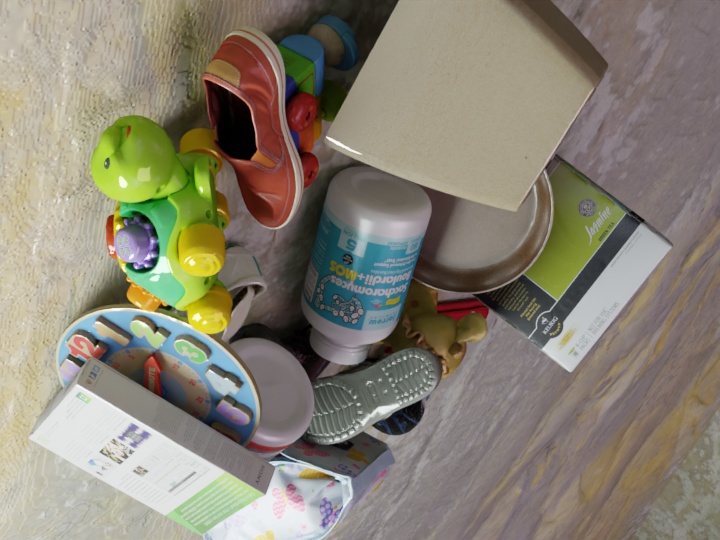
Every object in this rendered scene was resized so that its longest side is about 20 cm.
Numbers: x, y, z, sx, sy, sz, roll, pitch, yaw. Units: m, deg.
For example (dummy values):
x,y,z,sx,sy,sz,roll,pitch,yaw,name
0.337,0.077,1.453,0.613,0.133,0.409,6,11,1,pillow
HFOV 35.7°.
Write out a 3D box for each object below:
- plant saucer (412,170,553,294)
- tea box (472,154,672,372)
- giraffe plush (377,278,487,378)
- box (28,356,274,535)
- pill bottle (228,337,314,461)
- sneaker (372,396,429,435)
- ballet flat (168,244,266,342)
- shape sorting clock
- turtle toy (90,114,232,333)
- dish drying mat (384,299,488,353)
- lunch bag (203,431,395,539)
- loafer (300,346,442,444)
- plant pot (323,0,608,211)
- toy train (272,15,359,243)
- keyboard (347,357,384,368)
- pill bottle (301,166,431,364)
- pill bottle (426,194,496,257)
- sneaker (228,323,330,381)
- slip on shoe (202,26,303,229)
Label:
x,y,z,sx,sy,sz,roll,pitch,yaw,name
0.109,-0.074,1.202,0.201,0.199,0.032,-62,176,26,plant saucer
0.257,-0.015,1.419,0.201,0.196,0.134,-53,170,13,tea box
0.066,0.063,1.317,0.199,0.162,0.173,-4,130,-52,giraffe plush
-0.196,0.169,1.040,0.144,0.199,0.036,-39,-159,47,box
-0.145,0.162,1.155,0.115,0.116,0.200,-13,159,-46,pill bottle
0.071,0.144,1.483,0.200,0.075,0.077,-56,178,37,sneaker
-0.168,0.064,1.104,0.200,0.069,0.069,-48,152,2,ballet flat
-0.187,0.110,1.028,0.039,0.198,0.201,-64,172,-49,shape sorting clock
-0.161,-0.046,0.920,0.100,0.147,0.201,-4,141,-4,turtle toy
0.113,0.077,1.551,0.199,0.018,0.077,-5,131,-52,dish drying mat
-0.071,0.246,1.299,0.199,0.128,0.169,-17,-179,20,lunch bag
0.010,0.139,1.233,0.199,0.076,0.070,-21,172,26,loafer
0.111,-0.167,1.007,0.201,0.176,0.200,-59,176,21,plant pot
-0.053,-0.127,1.017,0.116,0.084,0.201,-46,155,-30,toy train
-0.021,0.201,1.523,0.127,0.021,0.201,5,124,-55,keyboard
0.000,0.000,1.185,0.110,0.111,0.201,-17,133,-42,pill bottle
0.146,-0.116,1.255,0.112,0.112,0.201,-6,132,-50,pill bottle
-0.080,0.084,1.257,0.115,0.076,0.200,-44,161,-19,sneaker
-0.092,-0.105,0.918,0.061,0.074,0.201,-49,153,-30,slip on shoe
